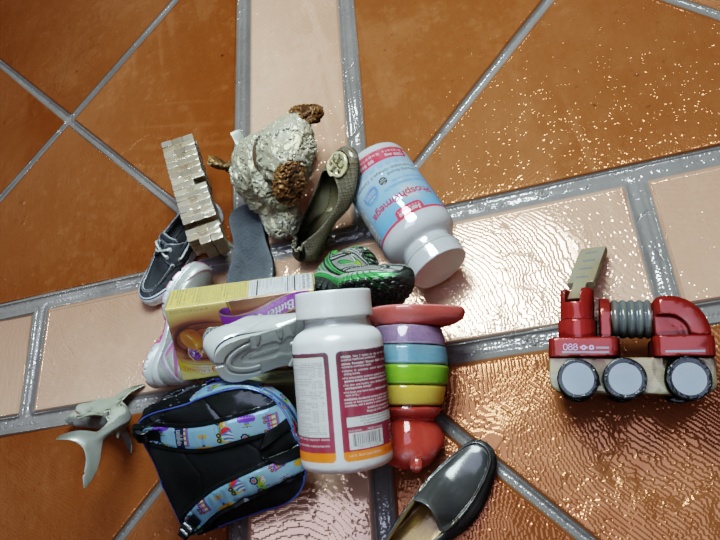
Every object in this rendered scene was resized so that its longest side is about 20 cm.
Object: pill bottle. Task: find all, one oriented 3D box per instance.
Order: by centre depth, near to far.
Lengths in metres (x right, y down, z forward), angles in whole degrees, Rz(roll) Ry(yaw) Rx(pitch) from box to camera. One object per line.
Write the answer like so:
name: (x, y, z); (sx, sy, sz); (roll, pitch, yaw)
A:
pill bottle: (-0.024, 0.125, 0.761); (0.109, 0.109, 0.202); (-6, 85, 17)
pill bottle: (0.062, -0.078, 0.921); (0.108, 0.109, 0.201); (-33, 61, 3)

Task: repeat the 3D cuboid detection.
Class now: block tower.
block tower: (-0.261, -0.120, 1.021); (0.054, 0.058, 0.201); (-19, 69, -6)

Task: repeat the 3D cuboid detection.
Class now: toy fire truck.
toy fire truck: (0.316, 0.055, 0.781); (0.175, 0.129, 0.202); (-3, 77, 18)

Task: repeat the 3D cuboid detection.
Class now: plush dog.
plush dog: (-0.125, -0.168, 0.970); (0.171, 0.160, 0.202); (-23, 53, 51)

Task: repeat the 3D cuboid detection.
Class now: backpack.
backpack: (-0.157, 0.219, 0.831); (0.199, 0.135, 0.184); (-22, 96, 16)

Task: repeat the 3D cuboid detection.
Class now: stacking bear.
stacking bear: (0.063, 0.149, 0.826); (0.121, 0.113, 0.202); (-20, 67, 60)

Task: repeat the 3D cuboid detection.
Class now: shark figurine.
shark figurine: (-0.359, 0.235, 0.946); (0.127, 0.214, 0.090); (-21, 100, -21)

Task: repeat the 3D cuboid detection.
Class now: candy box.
candy box: (-0.155, 0.077, 0.896); (0.198, 0.118, 0.057); (-7, 27, -3)

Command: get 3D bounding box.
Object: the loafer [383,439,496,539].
loafer: (0.093, 0.287, 0.775); (0.073, 0.072, 0.201); (32, 80, 29)

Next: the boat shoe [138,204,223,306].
boat shoe: (-0.303, -0.037, 1.059); (0.072, 0.068, 0.201); (33, 81, 28)

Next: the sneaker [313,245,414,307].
sneaker: (0.000, 0.000, 0.897); (0.199, 0.078, 0.086); (3, 63, 50)

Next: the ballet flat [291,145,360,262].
ballet flat: (-0.056, -0.091, 0.944); (0.068, 0.046, 0.201); (57, 132, 35)

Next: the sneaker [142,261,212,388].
sneaker: (-0.253, 0.086, 0.988); (0.088, 0.081, 0.202); (8, 79, 21)

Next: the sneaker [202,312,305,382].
sneaker: (-0.102, 0.082, 0.839); (0.080, 0.199, 0.077); (33, 123, 56)

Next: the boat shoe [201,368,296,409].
boat shoe: (-0.131, 0.169, 0.919); (0.199, 0.063, 0.074); (-6, 102, 23)

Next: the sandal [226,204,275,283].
sandal: (-0.168, -0.017, 1.023); (0.075, 0.043, 0.201); (-11, 55, 7)
